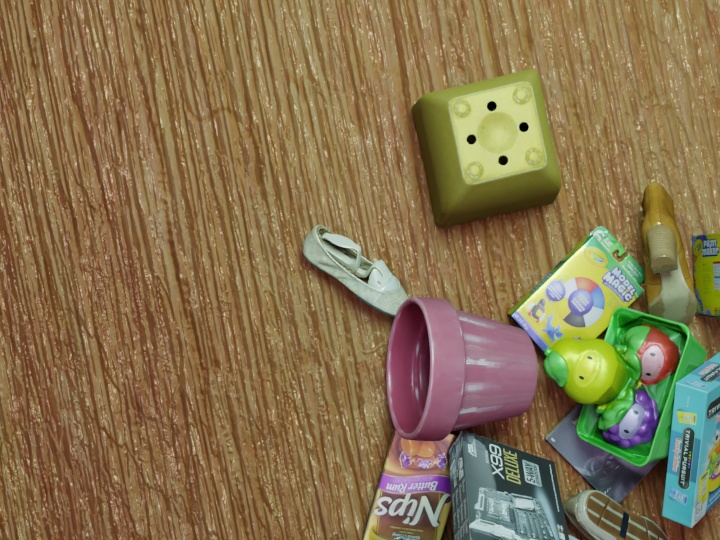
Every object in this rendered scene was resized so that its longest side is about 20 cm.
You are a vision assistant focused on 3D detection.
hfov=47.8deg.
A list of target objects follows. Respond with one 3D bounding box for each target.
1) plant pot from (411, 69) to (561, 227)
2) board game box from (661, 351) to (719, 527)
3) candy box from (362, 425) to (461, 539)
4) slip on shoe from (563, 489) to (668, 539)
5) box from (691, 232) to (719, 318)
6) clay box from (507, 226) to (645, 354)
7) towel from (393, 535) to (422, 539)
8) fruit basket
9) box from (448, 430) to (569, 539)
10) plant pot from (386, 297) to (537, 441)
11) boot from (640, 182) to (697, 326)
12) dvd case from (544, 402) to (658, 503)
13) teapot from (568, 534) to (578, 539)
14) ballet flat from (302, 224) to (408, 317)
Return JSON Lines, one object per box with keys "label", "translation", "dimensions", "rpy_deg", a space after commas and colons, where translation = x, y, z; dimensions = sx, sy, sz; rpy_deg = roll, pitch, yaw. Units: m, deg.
{"label": "plant pot", "translation": [0.185, -0.182, 1.158], "dimensions": [0.190, 0.200, 0.200], "rpy_deg": [-12, 89, 3]}
{"label": "board game box", "translation": [0.489, 0.236, 1.149], "dimensions": [0.046, 0.149, 0.204], "rpy_deg": [15, 113, 42]}
{"label": "candy box", "translation": [0.083, 0.331, 1.238], "dimensions": [0.115, 0.056, 0.204], "rpy_deg": [16, 93, 2]}
{"label": "slip on shoe", "translation": [0.390, 0.400, 1.223], "dimensions": [0.198, 0.060, 0.077], "rpy_deg": [34, 58, -13]}
{"label": "box", "translation": [0.595, 0.002, 1.138], "dimensions": [0.188, 0.200, 0.125], "rpy_deg": [-2, 89, 2]}
{"label": "clay box", "translation": [0.333, 0.039, 1.227], "dimensions": [0.200, 0.048, 0.115], "rpy_deg": [-45, 89, 3]}
{"label": "towel", "translation": [0.154, 0.475, 1.170], "dimensions": [0.197, 0.035, 0.196], "rpy_deg": [-1, 117, 32]}
{"label": "fruit basket", "translation": [0.366, 0.154, 1.148], "dimensions": [0.212, 0.155, 0.220], "rpy_deg": [-7, 104, -31]}
{"label": "box", "translation": [0.204, 0.330, 1.124], "dimensions": [0.155, 0.201, 0.050], "rpy_deg": [21, 122, -9]}
{"label": "plant pot", "translation": [0.148, 0.143, 1.173], "dimensions": [0.175, 0.200, 0.204], "rpy_deg": [3, 90, -16]}
{"label": "boot", "translation": [0.454, -0.021, 1.203], "dimensions": [0.070, 0.202, 0.146], "rpy_deg": [-6, 49, 23]}
{"label": "dvd case", "translation": [0.402, 0.236, 1.240], "dimensions": [0.149, 0.016, 0.200], "rpy_deg": [43, 92, 2]}
{"label": "teapot", "translation": [0.294, 0.456, 1.184], "dimensions": [0.145, 0.196, 0.203], "rpy_deg": [-34, 125, -33]}
{"label": "ballet flat", "translation": [0.000, 0.000, 1.228], "dimensions": [0.198, 0.068, 0.063], "rpy_deg": [31, 128, 3]}
